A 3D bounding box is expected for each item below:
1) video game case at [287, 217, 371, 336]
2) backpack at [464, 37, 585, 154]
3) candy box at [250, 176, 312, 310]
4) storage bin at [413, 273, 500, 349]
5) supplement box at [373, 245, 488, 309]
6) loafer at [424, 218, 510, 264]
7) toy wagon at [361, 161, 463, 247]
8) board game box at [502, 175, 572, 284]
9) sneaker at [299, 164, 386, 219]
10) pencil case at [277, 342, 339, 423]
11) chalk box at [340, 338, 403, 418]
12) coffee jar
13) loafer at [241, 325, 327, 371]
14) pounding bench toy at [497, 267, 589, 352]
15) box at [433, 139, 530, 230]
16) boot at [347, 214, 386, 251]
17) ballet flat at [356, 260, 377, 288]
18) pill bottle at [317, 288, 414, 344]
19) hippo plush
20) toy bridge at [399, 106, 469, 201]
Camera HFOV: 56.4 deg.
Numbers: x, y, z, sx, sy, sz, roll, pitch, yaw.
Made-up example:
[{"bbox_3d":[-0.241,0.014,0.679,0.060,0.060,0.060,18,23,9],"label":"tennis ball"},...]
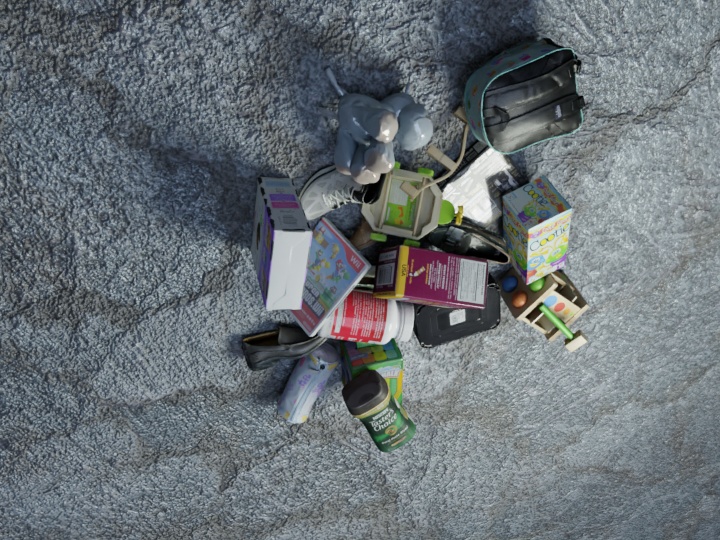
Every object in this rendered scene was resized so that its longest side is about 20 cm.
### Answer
[{"bbox_3d":[-0.086,0.014,1.368,0.200,0.143,0.017,-50,161,18],"label":"video game case"},{"bbox_3d":[0.288,-0.317,1.236,0.198,0.153,0.177,-27,126,-10],"label":"backpack"},{"bbox_3d":[-0.152,-0.054,1.248,0.071,0.201,0.169,-1,125,-18],"label":"candy box"},{"bbox_3d":[0.210,0.079,1.529,0.198,0.094,0.136,-16,128,-7],"label":"storage bin"},{"bbox_3d":[0.141,0.017,1.363,0.198,0.131,0.105,9,83,-20],"label":"supplement box"},{"bbox_3d":[0.228,-0.058,1.394,0.198,0.063,0.072,10,123,-24],"label":"loafer"},{"bbox_3d":[0.103,-0.125,1.323,0.197,0.040,0.157,11,90,-3],"label":"toy wagon"},{"bbox_3d":[0.370,-0.082,1.422,0.102,0.105,0.201,-25,144,-5],"label":"board game box"},{"bbox_3d":[-0.035,-0.150,1.272,0.200,0.116,0.076,-38,127,11],"label":"sneaker"},{"bbox_3d":[-0.121,0.258,1.549,0.082,0.091,0.201,15,119,-27],"label":"pencil case"},{"bbox_3d":[0.024,0.215,1.544,0.123,0.124,0.202,-10,127,-11],"label":"chalk box"},{"bbox_3d":[0.040,0.310,1.485,0.104,0.086,0.201,-31,127,3],"label":"coffee jar"},{"bbox_3d":[-0.165,0.155,1.475,0.198,0.073,0.073,-22,124,-4],"label":"loafer"},{"bbox_3d":[0.422,0.078,1.525,0.155,0.201,0.124,29,115,-33],"label":"pounding bench toy"},{"bbox_3d":[0.237,-0.164,1.393,0.200,0.050,0.157,-42,126,13],"label":"box"},{"bbox_3d":[0.020,-0.092,1.377,0.199,0.074,0.076,-29,101,7],"label":"boot"},{"bbox_3d":[0.000,0.000,1.414,0.198,0.074,0.075,4,123,-28],"label":"ballet flat"},{"bbox_3d":[0.009,0.098,1.442,0.197,0.113,0.113,8,122,-8],"label":"pill bottle"},{"bbox_3d":[0.037,-0.253,1.218,0.160,0.200,0.160,-16,139,-37],"label":"hippo plush"},{"bbox_3d":[0.155,-0.215,1.291,0.067,0.027,0.201,36,89,-4],"label":"toy bridge"}]
